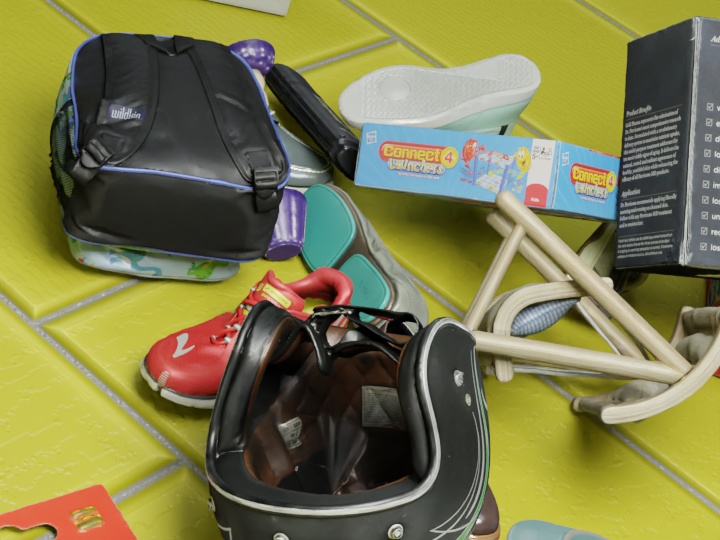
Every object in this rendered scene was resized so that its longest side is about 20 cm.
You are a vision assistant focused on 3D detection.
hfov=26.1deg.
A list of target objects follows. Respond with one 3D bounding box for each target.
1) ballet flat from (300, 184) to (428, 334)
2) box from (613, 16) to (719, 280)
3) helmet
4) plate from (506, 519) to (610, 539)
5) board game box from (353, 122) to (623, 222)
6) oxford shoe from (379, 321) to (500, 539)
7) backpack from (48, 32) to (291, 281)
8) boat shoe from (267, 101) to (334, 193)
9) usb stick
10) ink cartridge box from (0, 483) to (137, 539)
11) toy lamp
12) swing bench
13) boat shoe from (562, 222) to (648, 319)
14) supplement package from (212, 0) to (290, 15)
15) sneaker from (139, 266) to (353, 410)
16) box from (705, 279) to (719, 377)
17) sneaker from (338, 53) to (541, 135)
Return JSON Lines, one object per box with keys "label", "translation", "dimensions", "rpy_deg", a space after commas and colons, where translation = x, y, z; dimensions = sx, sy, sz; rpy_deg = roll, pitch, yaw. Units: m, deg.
{"label": "ballet flat", "translation": [0.000, 0.000, 1.305], "dimensions": [0.064, 0.067, 0.200], "rpy_deg": [33, 16, -37]}
{"label": "box", "translation": [0.326, -0.090, 1.273], "dimensions": [0.200, 0.197, 0.124], "rpy_deg": [6, -3, -18]}
{"label": "helmet", "translation": [-0.007, 0.124, 1.014], "dimensions": [0.200, 0.200, 0.191], "rpy_deg": [12, 78, -13]}
{"label": "plate", "translation": [0.187, 0.229, 1.048], "dimensions": [0.200, 0.026, 0.200], "rpy_deg": [33, 15, -10]}
{"label": "board game box", "translation": [0.132, -0.082, 1.351], "dimensions": [0.200, 0.056, 0.196], "rpy_deg": [9, 2, 35]}
{"label": "oxford shoe", "translation": [0.049, 0.118, 1.151], "dimensions": [0.071, 0.073, 0.200], "rpy_deg": [-5, 42, -32]}
{"label": "backpack", "translation": [-0.165, -0.094, 1.261], "dimensions": [0.183, 0.147, 0.200], "rpy_deg": [5, 42, -21]}
{"label": "boat shoe", "translation": [-0.111, -0.132, 1.414], "dimensions": [0.200, 0.062, 0.073], "rpy_deg": [25, 32, 4]}
{"label": "usb stick", "translation": [-0.039, -0.140, 1.448], "dimensions": [0.055, 0.033, 0.200], "rpy_deg": [41, 7, -36]}
{"label": "ink cartridge box", "translation": [-0.172, 0.208, 0.941], "dimensions": [0.160, 0.047, 0.200], "rpy_deg": [-13, 49, -38]}
{"label": "toy lamp", "translation": [-0.084, -0.104, 1.350], "dimensions": [0.058, 0.058, 0.200], "rpy_deg": [0, 62, -27]}
{"label": "swing bench", "translation": [0.165, 0.044, 1.191], "dimensions": [0.200, 0.130, 0.199], "rpy_deg": [27, -2, 4]}
{"label": "boat shoe", "translation": [0.234, -0.007, 1.427], "dimensions": [0.065, 0.073, 0.200], "rpy_deg": [39, 41, 7]}
{"label": "supplement package", "translation": [-0.131, -0.388, 1.697], "dimensions": [0.120, 0.121, 0.200], "rpy_deg": [9, 36, -16]}
{"label": "sneaker", "translation": [-0.084, 0.041, 1.177], "dimensions": [0.077, 0.085, 0.200], "rpy_deg": [39, 38, 27]}
{"label": "box", "translation": [0.380, 0.017, 1.433], "dimensions": [0.095, 0.100, 0.200], "rpy_deg": [20, 35, 0]}
{"label": "sneaker", "translation": [0.069, -0.138, 1.487], "dimensions": [0.200, 0.118, 0.074], "rpy_deg": [-10, 58, -19]}
